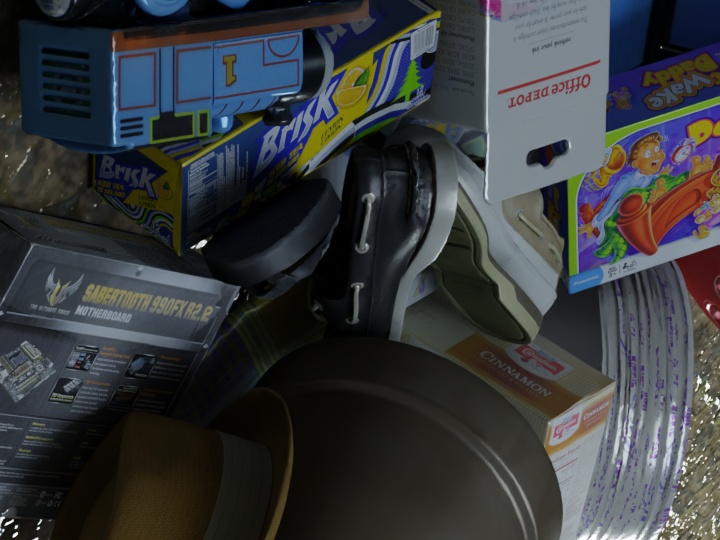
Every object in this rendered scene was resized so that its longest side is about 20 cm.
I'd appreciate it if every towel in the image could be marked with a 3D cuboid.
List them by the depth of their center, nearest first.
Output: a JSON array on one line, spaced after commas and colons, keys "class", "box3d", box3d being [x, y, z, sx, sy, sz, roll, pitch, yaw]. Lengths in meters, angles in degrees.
[{"class": "towel", "box3d": [-0.064, 0.076, 1.750, 0.200, 0.023, 0.144, -40, 146, -14]}]

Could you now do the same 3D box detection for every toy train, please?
[{"class": "toy train", "box3d": [-0.082, -0.122, 1.470, 0.200, 0.087, 0.115, -13, 109, -47]}]

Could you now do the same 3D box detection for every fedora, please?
[{"class": "fedora", "box3d": [-0.111, 0.140, 1.574, 0.082, 0.201, 0.201, 29, 95, -18]}]

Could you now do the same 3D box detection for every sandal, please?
[{"class": "sandal", "box3d": [-0.041, -0.017, 1.581, 0.076, 0.043, 0.200, -28, -173, 2]}]

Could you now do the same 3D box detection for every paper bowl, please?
[{"class": "paper bowl", "box3d": [0.143, 0.082, 1.949, 0.104, 0.201, 0.201, 5, 123, -11]}]

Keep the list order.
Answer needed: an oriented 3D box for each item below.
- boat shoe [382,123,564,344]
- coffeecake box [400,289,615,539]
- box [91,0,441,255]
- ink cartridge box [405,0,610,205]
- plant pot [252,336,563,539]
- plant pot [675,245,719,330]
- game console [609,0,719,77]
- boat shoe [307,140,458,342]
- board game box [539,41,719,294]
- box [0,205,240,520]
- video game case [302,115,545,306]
[{"class": "boat shoe", "box3d": [0.066, -0.035, 1.756, 0.068, 0.075, 0.200, -61, 148, -19]}, {"class": "coffeecake box", "box3d": [0.062, 0.125, 1.877, 0.073, 0.153, 0.200, -27, 139, -44]}, {"class": "box", "box3d": [-0.049, -0.091, 1.588, 0.200, 0.070, 0.064, -33, 145, -36]}, {"class": "ink cartridge box", "box3d": [0.082, -0.149, 1.673, 0.115, 0.068, 0.200, -19, 115, -45]}, {"class": "plant pot", "box3d": [-0.007, 0.166, 1.648, 0.174, 0.200, 0.200, -58, 160, -48]}, {"class": "plant pot", "box3d": [0.301, -0.035, 2.051, 0.200, 0.182, 0.201, -38, 146, -32]}, {"class": "game console", "box3d": [0.200, -0.156, 1.821, 0.118, 0.170, 0.200, -65, 165, -45]}, {"class": "boat shoe", "box3d": [0.000, 0.000, 1.667, 0.060, 0.074, 0.200, 4, 145, -16]}, {"class": "board game box", "box3d": [0.210, -0.074, 1.843, 0.200, 0.045, 0.135, -18, 139, -11]}, {"class": "box", "box3d": [-0.167, 0.053, 1.573, 0.200, 0.048, 0.159, 11, 109, -59]}, {"class": "video game case", "box3d": [0.036, -0.053, 1.777, 0.200, 0.022, 0.183, -30, 142, -28]}]
